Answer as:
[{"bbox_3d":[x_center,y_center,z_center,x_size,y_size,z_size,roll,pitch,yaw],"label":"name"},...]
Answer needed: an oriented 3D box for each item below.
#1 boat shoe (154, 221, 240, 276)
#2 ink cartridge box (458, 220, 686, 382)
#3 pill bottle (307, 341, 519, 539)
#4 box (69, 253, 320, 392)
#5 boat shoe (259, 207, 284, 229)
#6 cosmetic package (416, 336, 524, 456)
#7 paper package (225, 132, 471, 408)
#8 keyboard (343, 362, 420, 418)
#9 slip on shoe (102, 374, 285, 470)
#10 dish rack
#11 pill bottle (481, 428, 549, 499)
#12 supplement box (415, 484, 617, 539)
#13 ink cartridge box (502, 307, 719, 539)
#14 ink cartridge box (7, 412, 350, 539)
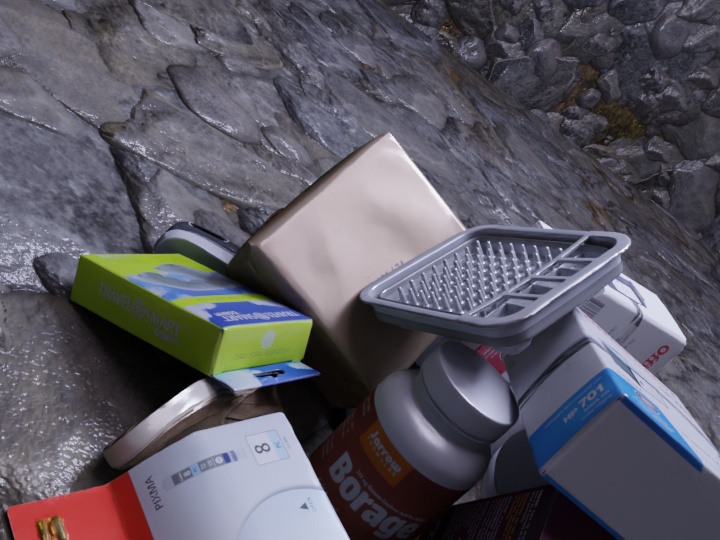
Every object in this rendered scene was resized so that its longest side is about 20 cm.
[{"bbox_3d":[-0.119,0.013,0.911,0.200,0.070,0.066,29,26,-12],"label":"boat shoe"},{"bbox_3d":[0.221,0.061,0.934,0.200,0.145,0.084,28,28,-28],"label":"ink cartridge box"},{"bbox_3d":[0.034,0.155,0.726,0.112,0.200,0.112,33,25,-18],"label":"pill bottle"},{"bbox_3d":[-0.138,0.038,0.757,0.200,0.048,0.122,23,13,30],"label":"box"},{"bbox_3d":[-0.077,-0.038,0.989,0.068,0.072,0.200,51,1,-25],"label":"boat shoe"},{"bbox_3d":[0.125,0.110,1.034,0.199,0.123,0.200,1,44,-55],"label":"cosmetic package"},{"bbox_3d":[0.000,0.000,0.859,0.200,0.103,0.191,-43,98,-28],"label":"paper package"},{"bbox_3d":[0.027,0.109,0.911,0.104,0.040,0.201,6,58,-33],"label":"keyboard"},{"bbox_3d":[-0.124,0.126,0.709,0.061,0.076,0.200,57,20,5],"label":"slip on shoe"},{"bbox_3d":[0.114,0.014,0.754,0.171,0.200,0.044,-30,113,-30],"label":"dish rack"},{"bbox_3d":[0.171,0.219,0.825,0.111,0.110,0.200,57,-8,32],"label":"pill bottle"},{"bbox_3d":[0.126,0.246,0.701,0.110,0.200,0.086,37,59,-9],"label":"supplement box"},{"bbox_3d":[0.199,0.124,0.678,0.146,0.086,0.200,40,15,-10],"label":"ink cartridge box"},{"bbox_3d":[-0.108,0.186,0.575,0.199,0.047,0.160,-7,50,-35],"label":"ink cartridge box"}]
